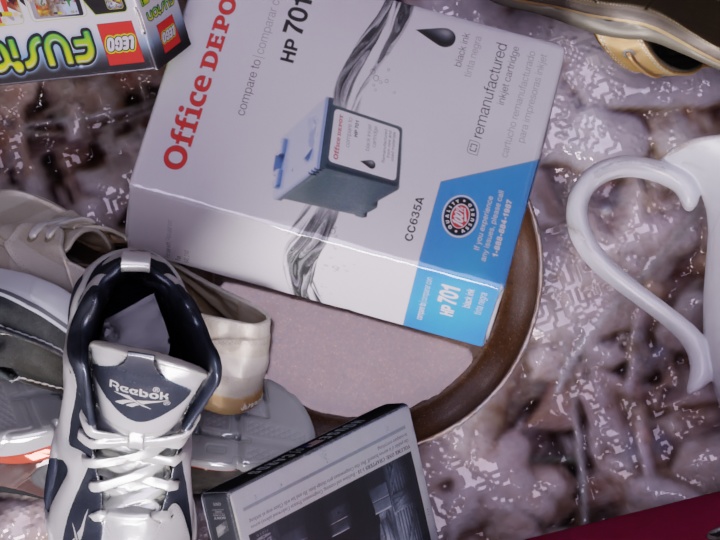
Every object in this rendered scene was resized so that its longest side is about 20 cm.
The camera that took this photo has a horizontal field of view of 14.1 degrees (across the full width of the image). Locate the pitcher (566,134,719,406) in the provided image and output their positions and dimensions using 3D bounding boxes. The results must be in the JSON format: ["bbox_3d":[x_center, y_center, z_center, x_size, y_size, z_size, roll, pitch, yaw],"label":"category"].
[{"bbox_3d":[0.212,0.017,1.551,0.171,0.121,0.201,-16,79,-1],"label":"pitcher"}]

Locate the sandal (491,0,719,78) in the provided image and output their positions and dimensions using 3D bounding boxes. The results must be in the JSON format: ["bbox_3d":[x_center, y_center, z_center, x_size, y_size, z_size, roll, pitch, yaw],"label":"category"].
[{"bbox_3d":[0.151,-0.137,1.579,0.199,0.054,0.081,15,44,-2],"label":"sandal"}]

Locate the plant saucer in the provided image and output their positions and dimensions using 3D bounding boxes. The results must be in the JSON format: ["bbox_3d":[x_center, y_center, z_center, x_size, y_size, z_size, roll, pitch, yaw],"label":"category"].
[{"bbox_3d":[0.000,0.000,1.588,0.199,0.034,0.202,0,88,0],"label":"plant saucer"}]

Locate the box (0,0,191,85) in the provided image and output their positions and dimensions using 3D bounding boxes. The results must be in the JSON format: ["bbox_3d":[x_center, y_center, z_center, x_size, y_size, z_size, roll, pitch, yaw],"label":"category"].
[{"bbox_3d":[-0.191,-0.151,1.500,0.199,0.035,0.111,-2,115,33],"label":"box"}]

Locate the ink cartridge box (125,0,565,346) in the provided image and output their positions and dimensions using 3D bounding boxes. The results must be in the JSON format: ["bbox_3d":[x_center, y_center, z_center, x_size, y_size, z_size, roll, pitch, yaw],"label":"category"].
[{"bbox_3d":[-0.009,-0.064,1.516,0.199,0.086,0.147,15,68,0],"label":"ink cartridge box"}]

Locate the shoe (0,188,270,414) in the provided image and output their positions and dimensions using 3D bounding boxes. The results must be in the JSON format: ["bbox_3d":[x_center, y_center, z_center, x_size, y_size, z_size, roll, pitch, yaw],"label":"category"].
[{"bbox_3d":[-0.127,0.003,1.546,0.199,0.070,0.054,31,129,20],"label":"shoe"}]

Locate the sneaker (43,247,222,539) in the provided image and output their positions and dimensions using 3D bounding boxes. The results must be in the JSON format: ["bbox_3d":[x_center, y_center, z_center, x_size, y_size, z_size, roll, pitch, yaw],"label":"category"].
[{"bbox_3d":[-0.112,0.081,1.416,0.079,0.130,0.200,7,78,-5],"label":"sneaker"}]

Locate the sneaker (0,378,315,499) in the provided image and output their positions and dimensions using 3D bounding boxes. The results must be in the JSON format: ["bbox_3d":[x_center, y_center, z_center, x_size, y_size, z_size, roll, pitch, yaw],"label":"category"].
[{"bbox_3d":[-0.119,0.096,1.566,0.199,0.082,0.077,4,43,11],"label":"sneaker"}]

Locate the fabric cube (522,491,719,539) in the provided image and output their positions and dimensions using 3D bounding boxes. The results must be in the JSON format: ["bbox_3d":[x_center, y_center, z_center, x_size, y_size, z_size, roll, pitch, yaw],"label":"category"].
[{"bbox_3d":[0.155,0.237,1.478,0.198,0.196,0.201,-12,98,-8],"label":"fabric cube"}]

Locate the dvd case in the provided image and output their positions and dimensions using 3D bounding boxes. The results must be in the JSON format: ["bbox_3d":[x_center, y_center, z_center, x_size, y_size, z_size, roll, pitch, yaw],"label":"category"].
[{"bbox_3d":[-0.006,0.187,1.521,0.025,0.150,0.201,-5,102,41],"label":"dvd case"}]

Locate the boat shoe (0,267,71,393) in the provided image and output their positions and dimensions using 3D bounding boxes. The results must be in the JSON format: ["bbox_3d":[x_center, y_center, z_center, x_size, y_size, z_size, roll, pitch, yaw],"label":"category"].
[{"bbox_3d":[-0.209,0.030,1.539,0.199,0.069,0.057,22,58,26],"label":"boat shoe"}]
